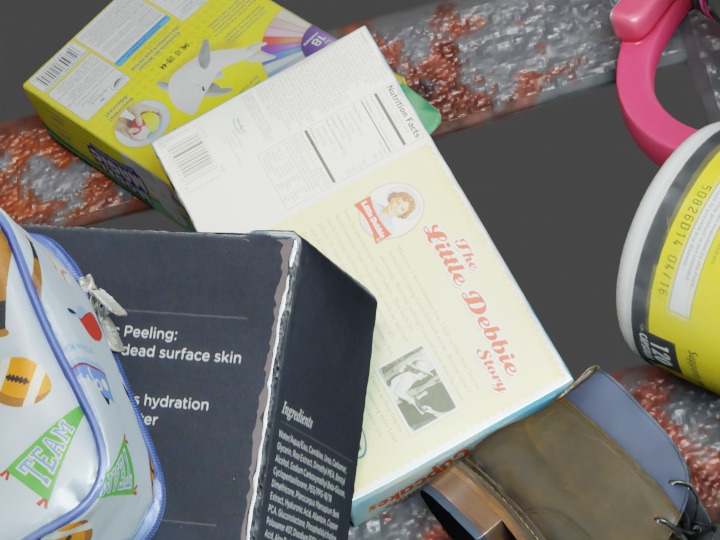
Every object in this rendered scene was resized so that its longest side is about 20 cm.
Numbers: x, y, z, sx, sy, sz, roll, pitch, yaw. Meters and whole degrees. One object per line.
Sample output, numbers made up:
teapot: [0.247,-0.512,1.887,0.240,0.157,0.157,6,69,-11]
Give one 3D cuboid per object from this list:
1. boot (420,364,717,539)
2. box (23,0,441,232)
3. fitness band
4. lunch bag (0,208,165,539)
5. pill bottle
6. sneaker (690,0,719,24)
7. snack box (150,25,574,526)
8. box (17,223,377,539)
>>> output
boot: [0.118,0.116,0.967,0.097,0.075,0.200,-42,51,-10]
box: [-0.060,-0.075,1.186,0.117,0.048,0.200,-45,52,-16]
fitness band: [0.206,-0.122,1.141,0.143,0.038,0.200,29,68,30]
lunch bag: [-0.176,0.071,0.925,0.199,0.076,0.161,-32,65,9]
pill bottle: [0.213,0.020,0.981,0.199,0.112,0.112,25,65,32]
sneaker: [0.195,-0.119,1.084,0.083,0.077,0.201,-21,46,17]
snack box: [0.000,0.000,1.079,0.116,0.037,0.201,-28,69,-3]
box: [-0.110,0.088,0.999,0.195,0.117,0.202,4,77,20]
